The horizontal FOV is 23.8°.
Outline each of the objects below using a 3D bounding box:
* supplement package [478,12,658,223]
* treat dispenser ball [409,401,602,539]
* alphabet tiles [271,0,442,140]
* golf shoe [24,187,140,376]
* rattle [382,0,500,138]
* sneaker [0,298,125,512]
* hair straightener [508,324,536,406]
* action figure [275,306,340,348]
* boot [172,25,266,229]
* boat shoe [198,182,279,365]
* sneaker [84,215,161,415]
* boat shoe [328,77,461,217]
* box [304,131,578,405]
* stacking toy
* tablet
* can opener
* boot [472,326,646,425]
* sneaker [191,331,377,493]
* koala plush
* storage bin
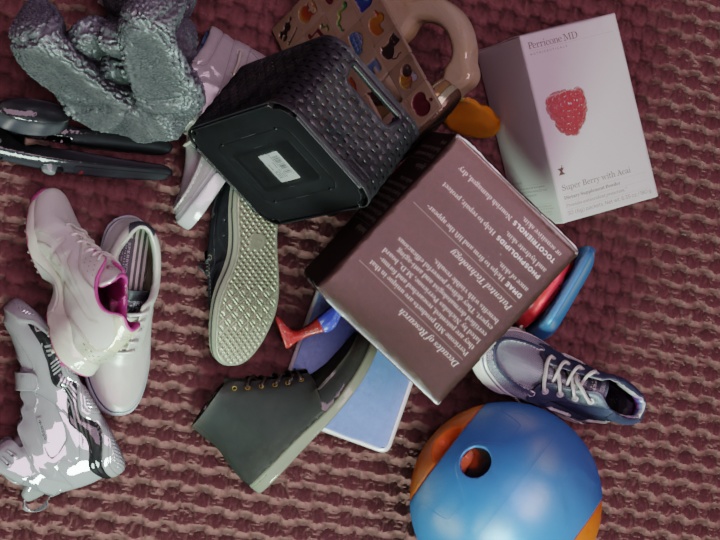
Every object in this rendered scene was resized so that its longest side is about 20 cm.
[{"bbox_3d":[0.220,-0.159,1.831,0.120,0.120,0.202,-16,94,-18],"label":"supplement package"},{"bbox_3d":[0.150,0.236,1.757,0.199,0.201,0.203,0,89,-19],"label":"treat dispenser ball"},{"bbox_3d":[-0.017,-0.196,1.728,0.008,0.167,0.201,-1,57,-51],"label":"alphabet tiles"},{"bbox_3d":[-0.265,0.000,1.651,0.075,0.091,0.201,21,45,-57],"label":"golf shoe"},{"bbox_3d":[0.079,-0.250,1.819,0.142,0.130,0.201,-3,56,-40],"label":"rattle"},{"bbox_3d":[-0.322,0.134,1.662,0.114,0.075,0.201,-30,93,-11],"label":"sneaker"},{"bbox_3d":[0.147,0.069,1.832,0.200,0.077,0.041,47,38,-6],"label":"hair straightener"},{"bbox_3d":[0.000,0.000,1.761,0.199,0.065,0.100,-20,93,-4],"label":"action figure"},{"bbox_3d":[-0.164,-0.147,1.729,0.095,0.073,0.201,31,71,-15],"label":"boot"},{"bbox_3d":[-0.124,-0.004,1.741,0.074,0.062,0.202,6,88,-33],"label":"boat shoe"},{"bbox_3d":[-0.238,0.045,1.696,0.072,0.071,0.202,2,90,-19],"label":"sneaker"},{"bbox_3d":[0.013,-0.140,1.742,0.200,0.072,0.076,-40,83,25],"label":"boat shoe"},{"bbox_3d":[0.073,-0.009,1.651,0.164,0.166,0.200,43,91,-9],"label":"box"},{"bbox_3d":[0.141,-0.022,1.825,0.199,0.116,0.110,32,74,-2],"label":"stacking toy"},{"bbox_3d":[0.002,0.077,1.792,0.129,0.014,0.201,19,83,2],"label":"tablet"},{"bbox_3d":[-0.279,-0.120,1.692,0.199,0.078,0.064,14,79,-28],"label":"can opener"},{"bbox_3d":[0.208,0.109,1.768,0.199,0.090,0.073,24,75,-39],"label":"boot"},{"bbox_3d":[-0.075,0.118,1.735,0.106,0.075,0.200,42,85,-5],"label":"sneaker"},{"bbox_3d":[-0.213,-0.247,1.649,0.184,0.176,0.201,58,32,-49],"label":"koala plush"},{"bbox_3d":[-0.057,-0.130,1.628,0.135,0.200,0.094,47,64,-20],"label":"storage bin"}]
